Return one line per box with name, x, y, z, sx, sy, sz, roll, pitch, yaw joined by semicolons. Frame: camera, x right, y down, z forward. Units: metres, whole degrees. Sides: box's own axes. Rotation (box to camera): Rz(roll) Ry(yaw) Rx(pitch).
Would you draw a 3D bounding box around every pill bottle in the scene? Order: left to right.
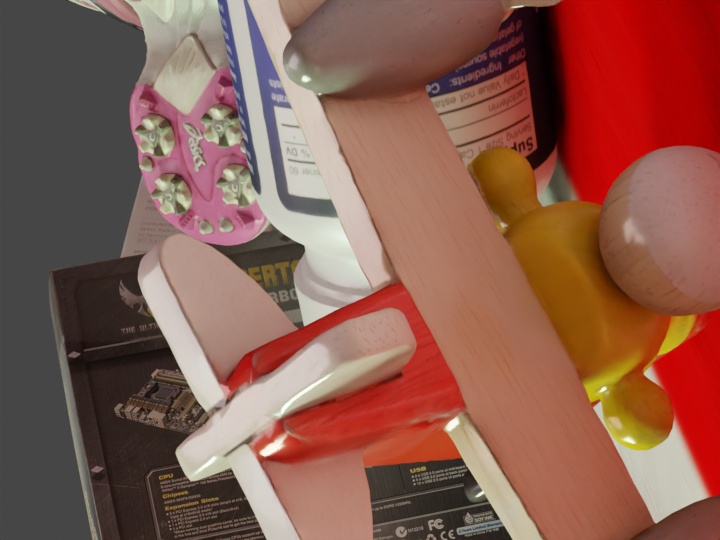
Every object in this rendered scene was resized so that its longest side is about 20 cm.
pill bottle;0.010;-0.075;0.903;0.116;0.116;0.200;-114;14;-66

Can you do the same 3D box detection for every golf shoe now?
golf shoe;-0.050;-0.115;0.976;0.092;0.075;0.200;-26;-63;-50

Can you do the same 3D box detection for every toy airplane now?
toy airplane;0.040;0.011;0.659;0.200;0.141;0.199;44;-152;-30

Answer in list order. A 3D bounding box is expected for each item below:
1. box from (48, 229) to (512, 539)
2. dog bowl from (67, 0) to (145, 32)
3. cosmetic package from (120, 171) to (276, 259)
box;-0.016;0.061;1.014;0.048;0.200;0.158;98;159;-64
dog bowl;-0.063;-0.187;1.070;0.074;0.200;0.200;45;151;46
cosmetic package;-0.051;-0.062;1.287;0.113;0.081;0.200;65;-148;-58
